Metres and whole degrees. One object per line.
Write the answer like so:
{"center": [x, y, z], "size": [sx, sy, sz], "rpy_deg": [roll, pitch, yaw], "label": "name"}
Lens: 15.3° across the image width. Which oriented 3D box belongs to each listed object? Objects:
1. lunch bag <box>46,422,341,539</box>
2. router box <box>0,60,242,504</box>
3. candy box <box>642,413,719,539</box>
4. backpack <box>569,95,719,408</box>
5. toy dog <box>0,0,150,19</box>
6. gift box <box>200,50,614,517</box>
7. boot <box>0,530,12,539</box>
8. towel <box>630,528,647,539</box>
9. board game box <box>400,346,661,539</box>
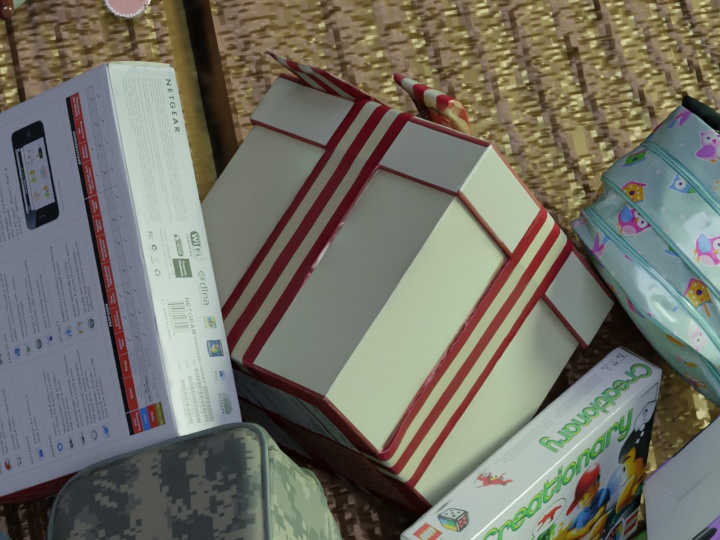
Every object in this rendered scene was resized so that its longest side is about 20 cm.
{"center": [-0.064, 0.203, 1.337], "size": [0.139, 0.168, 0.200], "rpy_deg": [-20, 53, 19], "label": "lunch bag"}
{"center": [-0.156, 0.010, 1.424], "size": [0.049, 0.179, 0.201], "rpy_deg": [-2, 77, -47], "label": "router box"}
{"center": [0.286, 0.134, 1.491], "size": [0.200, 0.168, 0.072], "rpy_deg": [22, 46, -22], "label": "candy box"}
{"center": [0.206, -0.001, 1.491], "size": [0.127, 0.200, 0.167], "rpy_deg": [-47, 54, -3], "label": "backpack"}
{"center": [-0.168, -0.191, 1.515], "size": [0.200, 0.132, 0.096], "rpy_deg": [-42, 48, -9], "label": "toy dog"}
{"center": [0.000, 0.000, 1.461], "size": [0.200, 0.185, 0.187], "rpy_deg": [25, 74, 37], "label": "gift box"}
{"center": [-0.254, 0.153, 1.461], "size": [0.200, 0.075, 0.097], "rpy_deg": [47, 64, -9], "label": "boot"}
{"center": [0.215, 0.237, 1.554], "size": [0.149, 0.031, 0.200], "rpy_deg": [-37, 88, -16], "label": "towel"}
{"center": [0.090, 0.143, 1.465], "size": [0.035, 0.126, 0.200], "rpy_deg": [28, 46, 27], "label": "board game box"}
